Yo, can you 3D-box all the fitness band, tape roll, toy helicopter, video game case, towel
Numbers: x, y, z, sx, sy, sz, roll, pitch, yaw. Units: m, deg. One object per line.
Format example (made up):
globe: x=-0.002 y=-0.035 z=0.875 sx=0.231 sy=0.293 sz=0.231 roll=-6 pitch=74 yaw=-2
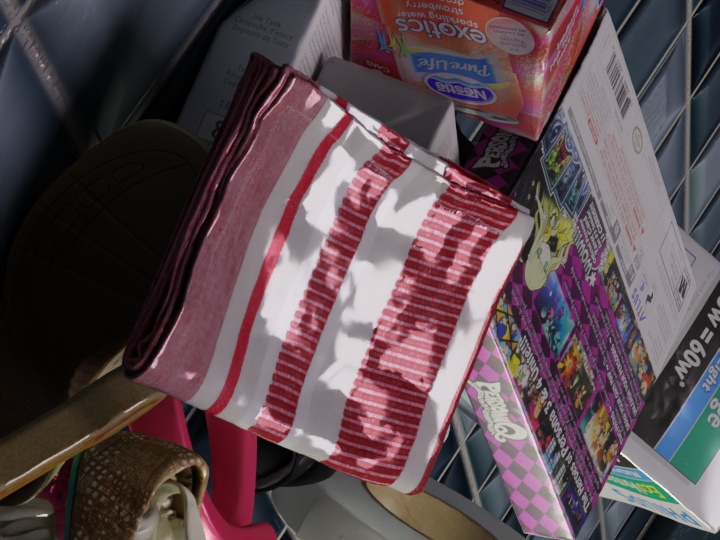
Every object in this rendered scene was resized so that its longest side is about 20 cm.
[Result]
fitness band: x=-0.079 y=0.072 z=1.382 sx=0.200 sy=0.037 sz=0.144 roll=24 pitch=54 yaw=-80
tape roll: x=0.038 y=0.169 z=1.795 sx=0.037 sy=0.202 sz=0.203 roll=-60 pitch=165 yaw=10
toy helicopter: x=-0.164 y=0.095 z=1.177 sx=0.199 sy=0.079 sz=0.132 roll=-30 pitch=171 yaw=-26
video game case: x=0.102 y=0.002 z=1.437 sx=0.182 sy=0.036 sz=0.200 roll=-61 pitch=143 yaw=-34
towel: x=-0.007 y=0.008 z=1.244 sx=0.200 sy=0.023 sz=0.145 roll=27 pitch=84 yaw=-48

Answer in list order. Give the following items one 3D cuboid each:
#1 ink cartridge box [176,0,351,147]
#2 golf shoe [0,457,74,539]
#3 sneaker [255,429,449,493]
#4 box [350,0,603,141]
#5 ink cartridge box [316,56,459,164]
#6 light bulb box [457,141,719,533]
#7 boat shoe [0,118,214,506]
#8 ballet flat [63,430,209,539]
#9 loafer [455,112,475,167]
ink cartridge box: x=-0.027 y=-0.102 z=1.380 sx=0.161 sy=0.050 sz=0.201 roll=70 pitch=39 yaw=-71
golf shoe: x=-0.166 y=0.137 z=1.339 sx=0.200 sy=0.075 sz=0.092 roll=-27 pitch=155 yaw=-50
sneaker: x=-0.030 y=0.081 z=1.648 sx=0.113 sy=0.076 sz=0.200 roll=-12 pitch=179 yaw=-19
box: x=0.078 y=-0.177 z=1.377 sx=0.095 sy=0.102 sz=0.201 roll=93 pitch=20 yaw=-59
ink cartridge box: x=0.000 y=0.000 z=1.393 sx=0.200 sy=0.067 sz=0.118 roll=79 pitch=33 yaw=-65
light bulb box: x=0.121 y=0.033 z=1.653 sx=0.125 sy=0.200 sz=0.198 roll=-55 pitch=-158 yaw=-11
boat shoe: x=-0.117 y=0.012 z=1.250 sx=0.200 sy=0.073 sz=0.063 roll=-54 pitch=175 yaw=27
ballet flat: x=-0.097 y=0.163 z=1.226 sx=0.071 sy=0.065 sz=0.201 roll=42 pitch=47 yaw=-62
loafer: x=0.034 y=-0.061 z=1.531 sx=0.073 sy=0.071 sz=0.200 roll=-61 pitch=175 yaw=3
